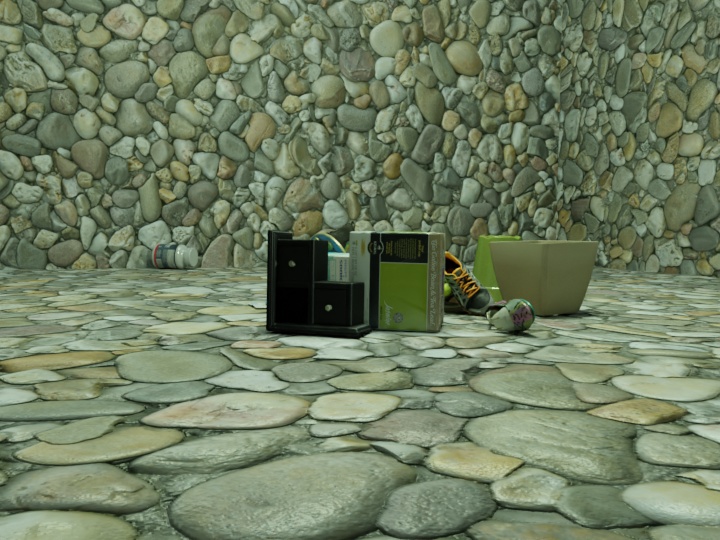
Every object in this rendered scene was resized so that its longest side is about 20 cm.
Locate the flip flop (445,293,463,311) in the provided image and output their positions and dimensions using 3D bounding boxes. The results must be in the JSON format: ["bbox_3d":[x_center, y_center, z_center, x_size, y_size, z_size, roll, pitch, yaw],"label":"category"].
[{"bbox_3d":[0.216,0.073,1.795,0.197,0.059,0.081,2,4,29],"label":"flip flop"}]

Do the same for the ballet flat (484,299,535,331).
[{"bbox_3d":[0.303,0.097,1.456,0.070,0.070,0.200,-18,1,-4],"label":"ballet flat"}]

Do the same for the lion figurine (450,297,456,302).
[{"bbox_3d":[0.233,0.048,1.853,0.122,0.200,0.073,-38,20,23],"label":"lion figurine"}]

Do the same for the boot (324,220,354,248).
[{"bbox_3d":[-0.068,-0.025,1.948,0.199,0.175,0.069,-33,11,-2],"label":"boot"}]

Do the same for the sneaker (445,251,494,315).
[{"bbox_3d":[0.252,0.031,1.719,0.200,0.078,0.077,46,-10,30],"label":"sneaker"}]

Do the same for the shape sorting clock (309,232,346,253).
[{"bbox_3d":[-0.080,0.003,1.768,0.039,0.203,0.199,-19,14,-31],"label":"shape sorting clock"}]

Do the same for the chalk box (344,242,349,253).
[{"bbox_3d":[0.000,0.000,1.861,0.198,0.125,0.125,24,-1,-12],"label":"chalk box"}]

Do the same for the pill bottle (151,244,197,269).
[{"bbox_3d":[-0.898,-0.067,3.383,0.197,0.122,0.119,2,4,13],"label":"pill bottle"}]

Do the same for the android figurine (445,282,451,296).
[{"bbox_3d":[0.120,0.071,1.710,0.198,0.042,0.181,-18,11,-24],"label":"android figurine"}]

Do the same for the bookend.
[{"bbox_3d":[-0.080,0.023,1.388,0.197,0.202,0.092,3,2,18],"label":"bookend"}]

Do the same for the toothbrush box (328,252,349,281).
[{"bbox_3d":[-0.061,0.034,1.651,0.085,0.149,0.198,-6,8,-43],"label":"toothbrush box"}]

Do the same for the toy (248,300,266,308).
[{"bbox_3d":[-0.192,0.070,1.857,0.197,0.048,0.115,0,2,-21],"label":"toy"}]

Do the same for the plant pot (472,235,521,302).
[{"bbox_3d":[0.395,-0.004,1.991,0.197,0.193,0.200,0,4,0],"label":"plant pot"}]

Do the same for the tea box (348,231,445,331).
[{"bbox_3d":[0.080,0.019,1.478,0.193,0.204,0.134,3,3,12],"label":"tea box"}]

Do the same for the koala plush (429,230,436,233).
[{"bbox_3d":[0.173,-0.010,1.950,0.181,0.204,0.177,-1,4,-25],"label":"koala plush"}]

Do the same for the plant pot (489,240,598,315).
[{"bbox_3d":[0.460,0.016,1.760,0.198,0.180,0.199,-2,4,-33],"label":"plant pot"}]
